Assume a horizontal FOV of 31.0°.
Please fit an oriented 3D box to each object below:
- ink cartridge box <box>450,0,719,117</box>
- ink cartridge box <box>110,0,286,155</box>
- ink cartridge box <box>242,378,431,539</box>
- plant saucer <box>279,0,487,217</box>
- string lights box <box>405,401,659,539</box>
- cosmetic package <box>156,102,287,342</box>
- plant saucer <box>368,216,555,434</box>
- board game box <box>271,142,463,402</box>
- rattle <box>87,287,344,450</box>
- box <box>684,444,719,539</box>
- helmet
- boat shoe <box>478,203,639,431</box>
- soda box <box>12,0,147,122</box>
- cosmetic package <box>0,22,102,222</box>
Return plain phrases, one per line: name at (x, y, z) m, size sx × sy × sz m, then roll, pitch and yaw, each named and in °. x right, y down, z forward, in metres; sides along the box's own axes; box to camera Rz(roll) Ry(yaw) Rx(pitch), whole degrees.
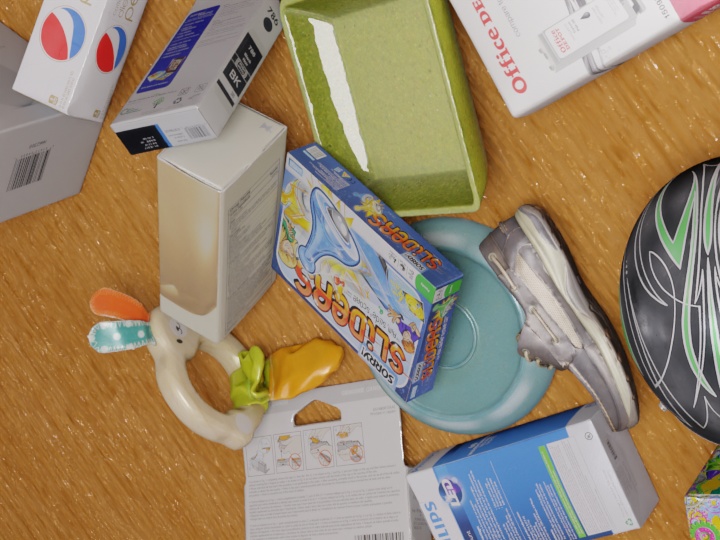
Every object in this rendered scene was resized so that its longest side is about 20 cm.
ink cartridge box at (0.172, -0.225, 0.969) m, size 0.199 × 0.083 × 0.147 m, roll -29°, pitch 91°, yaw 35°
ink cartridge box at (-0.130, -0.183, 1.118) m, size 0.099 × 0.201 × 0.039 m, roll -7°, pitch 133°, yaw 34°
ink cartridge box at (-0.028, 0.204, 1.265) m, size 0.199 × 0.045 × 0.178 m, roll -12°, pitch 76°, yaw 33°
plant saucer at (0.027, -0.147, 1.075) m, size 0.199 × 0.048 × 0.201 m, roll -1°, pitch 108°, yaw 54°
string lights box at (0.148, 0.192, 1.145) m, size 0.199 × 0.059 × 0.103 m, roll -23°, pitch 94°, yaw 35°
cosmetic package at (-0.125, -0.043, 1.160) m, size 0.071 × 0.105 × 0.201 m, roll 27°, pitch 139°, yaw 17°
plant saucer at (0.078, 0.054, 1.150) m, size 0.199 × 0.027 × 0.202 m, roll 8°, pitch 106°, yaw 28°
board game box at (0.000, 0.000, 1.124) m, size 0.200 × 0.034 × 0.136 m, roll 43°, pitch 140°, yaw 32°
rattle at (-0.141, 0.065, 1.214) m, size 0.200 × 0.130 × 0.142 m, roll 48°, pitch 138°, yaw -15°
box at (0.363, 0.176, 0.930) m, size 0.199 × 0.192 × 0.123 m, roll -6°, pitch 104°, yaw 33°
helmet at (0.277, 0.019, 0.925) m, size 0.199 × 0.190 × 0.202 m, roll 10°, pitch 112°, yaw 28°
boat shoe at (0.163, 0.045, 1.069) m, size 0.073 × 0.074 × 0.201 m, roll -29°, pitch 81°, yaw 15°
soda box at (-0.243, -0.242, 1.186) m, size 0.068 × 0.064 × 0.201 m, roll 25°, pitch 99°, yaw 20°
cosmetic package at (-0.393, -0.150, 1.263) m, size 0.199 × 0.199 × 0.123 m, roll 36°, pitch 121°, yaw 15°
